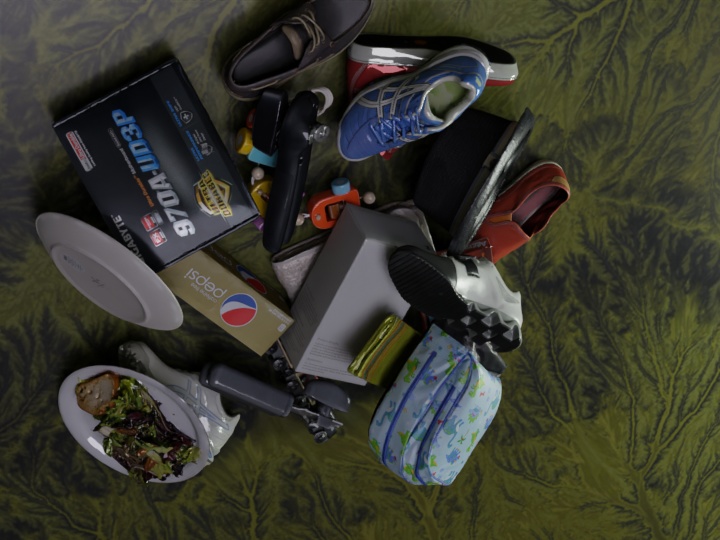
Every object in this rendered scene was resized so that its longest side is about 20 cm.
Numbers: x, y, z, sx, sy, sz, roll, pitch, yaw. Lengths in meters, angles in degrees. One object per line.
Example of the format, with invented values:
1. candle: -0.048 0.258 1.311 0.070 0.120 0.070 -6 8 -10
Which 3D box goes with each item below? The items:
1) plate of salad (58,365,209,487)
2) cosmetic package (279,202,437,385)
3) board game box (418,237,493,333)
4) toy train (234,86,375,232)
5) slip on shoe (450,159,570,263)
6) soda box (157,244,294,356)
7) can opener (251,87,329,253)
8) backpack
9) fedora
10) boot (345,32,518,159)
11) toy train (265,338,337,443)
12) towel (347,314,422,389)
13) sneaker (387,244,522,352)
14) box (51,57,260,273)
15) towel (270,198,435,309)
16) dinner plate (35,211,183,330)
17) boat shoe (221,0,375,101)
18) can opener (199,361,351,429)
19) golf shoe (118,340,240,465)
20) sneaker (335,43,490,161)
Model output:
1. plate of salad: -0.279 0.195 1.744 0.199 0.048 0.201 11 132 12
2. cosmetic package: -0.005 0.031 1.735 0.107 0.085 0.200 15 116 -30
3. board game box: 0.126 0.047 1.840 0.103 0.019 0.200 -17 135 -4
4. toy train: -0.072 -0.124 1.694 0.150 0.056 0.201 -22 124 -10
5. slip on shoe: 0.184 -0.055 1.813 0.200 0.061 0.074 -43 124 9
6. soda box: -0.175 0.015 1.722 0.064 0.068 0.200 -46 122 9
7. can opener: -0.081 -0.113 1.635 0.063 0.078 0.201 -38 142 -49
8. backpack: 0.095 0.167 1.782 0.200 0.154 0.163 -42 155 0
9. fedora: 0.126 -0.120 1.721 0.091 0.201 0.201 30 108 8
10. boot: 0.080 -0.197 1.683 0.199 0.072 0.145 3 117 -2
11. toy train: -0.076 0.142 1.846 0.046 0.034 0.200 -30 123 -6
12. towel: 0.040 0.105 1.758 0.086 0.018 0.200 -52 161 1
13. sneaker: 0.113 0.013 1.687 0.200 0.089 0.074 35 141 -30
14. box: -0.226 -0.113 1.606 0.159 0.046 0.201 -28 99 -2
15. towel: 0.000 0.000 1.795 0.199 0.035 0.133 -24 122 -5
16. dinner plate: -0.287 0.008 1.614 0.024 0.200 0.200 -54 126 -25
17. boat shoe: -0.066 -0.253 1.599 0.200 0.073 0.075 -38 100 4
18. can opener: -0.102 0.147 1.799 0.200 0.053 0.067 27 77 -27
19. golf shoe: -0.224 0.146 1.790 0.097 0.078 0.200 -45 125 -22
20. sneaker: 0.053 -0.182 1.611 0.200 0.077 0.076 -32 114 21
